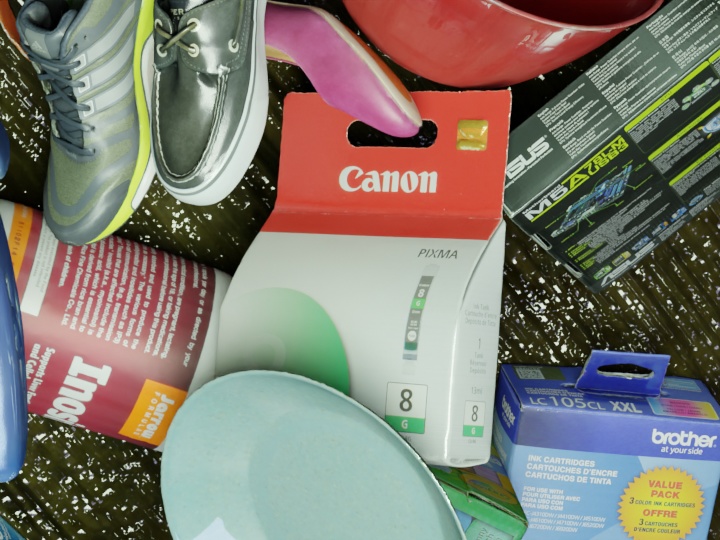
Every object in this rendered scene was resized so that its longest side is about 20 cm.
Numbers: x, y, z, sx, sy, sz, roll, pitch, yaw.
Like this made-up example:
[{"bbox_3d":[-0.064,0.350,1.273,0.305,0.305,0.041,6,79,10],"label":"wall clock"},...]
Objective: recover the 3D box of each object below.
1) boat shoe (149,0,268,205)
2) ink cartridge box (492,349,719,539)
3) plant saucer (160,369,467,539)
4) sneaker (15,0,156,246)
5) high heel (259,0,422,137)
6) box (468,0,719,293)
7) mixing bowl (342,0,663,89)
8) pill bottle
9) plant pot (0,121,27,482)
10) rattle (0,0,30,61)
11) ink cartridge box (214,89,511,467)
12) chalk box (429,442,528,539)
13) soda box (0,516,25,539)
[{"bbox_3d":[-0.085,-0.137,1.276,0.069,0.057,0.200,5,84,31],"label":"boat shoe"},{"bbox_3d":[0.145,0.136,1.481,0.136,0.076,0.200,5,108,-9],"label":"ink cartridge box"},{"bbox_3d":[-0.015,0.135,1.270,0.201,0.039,0.201,18,125,28],"label":"plant saucer"},{"bbox_3d":[-0.154,-0.112,1.310,0.081,0.074,0.200,-4,105,-51],"label":"sneaker"},{"bbox_3d":[-0.055,-0.112,1.317,0.200,0.067,0.096,43,95,23],"label":"high heel"},{"bbox_3d":[0.175,-0.081,1.355,0.200,0.048,0.193,-39,155,8],"label":"box"},{"bbox_3d":[0.058,-0.174,1.313,0.200,0.200,0.108,25,134,-15],"label":"mixing bowl"},{"bbox_3d":[-0.138,0.039,1.386,0.200,0.113,0.113,18,107,-13],"label":"pill bottle"},{"bbox_3d":[-0.265,-0.002,1.206,0.200,0.200,0.180,3,97,-8],"label":"plant pot"},{"bbox_3d":[-0.215,-0.224,1.307,0.143,0.130,0.200,22,133,-4],"label":"rattle"},{"bbox_3d":[0.000,0.000,1.298,0.050,0.161,0.200,4,89,-54],"label":"ink cartridge box"},{"bbox_3d":[0.011,0.150,1.399,0.124,0.200,0.124,28,104,-16],"label":"chalk box"},{"bbox_3d":[-0.276,0.146,1.434,0.068,0.064,0.200,-40,110,8],"label":"soda box"}]
